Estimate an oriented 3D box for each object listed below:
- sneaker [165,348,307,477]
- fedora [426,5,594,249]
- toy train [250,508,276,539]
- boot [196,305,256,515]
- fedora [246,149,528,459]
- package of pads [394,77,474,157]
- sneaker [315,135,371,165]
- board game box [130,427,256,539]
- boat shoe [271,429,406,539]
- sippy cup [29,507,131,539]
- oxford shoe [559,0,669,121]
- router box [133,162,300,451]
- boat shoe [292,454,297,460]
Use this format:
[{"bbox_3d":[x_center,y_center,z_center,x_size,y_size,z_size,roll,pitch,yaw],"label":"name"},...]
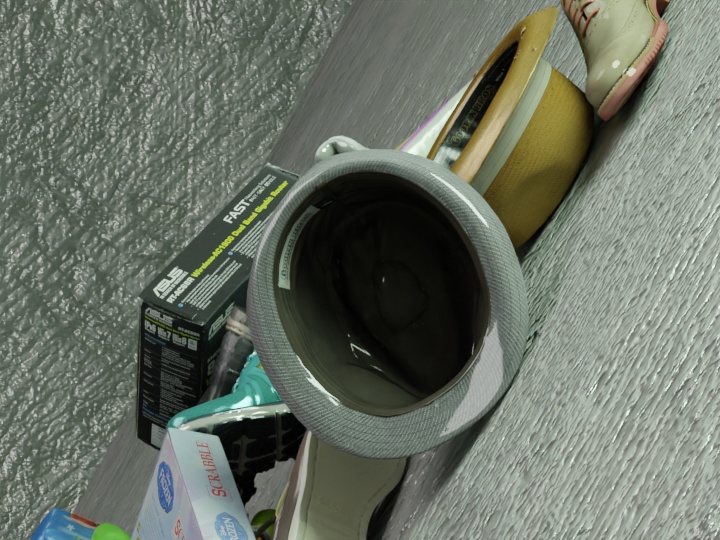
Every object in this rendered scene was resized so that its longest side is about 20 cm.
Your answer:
[{"bbox_3d":[-0.058,0.088,1.611,0.199,0.080,0.078,-21,-30,-31],"label":"sneaker"},{"bbox_3d":[0.103,-0.081,1.540,0.201,0.082,0.201,-57,8,12],"label":"fedora"},{"bbox_3d":[-0.079,0.211,1.630,0.200,0.085,0.116,-53,-4,36],"label":"toy train"},{"bbox_3d":[-0.079,0.122,1.725,0.151,0.073,0.200,-63,-22,-8],"label":"boot"},{"bbox_3d":[0.024,0.024,1.429,0.177,0.200,0.090,-38,-18,9],"label":"fedora"},{"bbox_3d":[0.042,-0.062,1.740,0.200,0.068,0.154,-45,2,-27],"label":"package of pads"},{"bbox_3d":[0.000,0.000,1.571,0.081,0.075,0.201,56,-158,-68],"label":"sneaker"},{"bbox_3d":[-0.121,0.242,1.491,0.200,0.041,0.200,-117,43,-57],"label":"board game box"},{"bbox_3d":[-0.020,0.155,1.475,0.060,0.072,0.200,-47,19,42],"label":"boat shoe"},{"bbox_3d":[-0.280,0.312,2.280,0.178,0.130,0.140,-57,8,17],"label":"sippy cup"},{"bbox_3d":[0.161,-0.165,1.514,0.071,0.075,0.200,-54,10,28],"label":"oxford shoe"},{"bbox_3d":[-0.101,0.032,1.779,0.200,0.062,0.150,-50,-26,-44],"label":"router box"},{"bbox_3d":[0.006,0.063,1.695,0.200,0.057,0.067,-61,8,-17],"label":"boat shoe"}]
